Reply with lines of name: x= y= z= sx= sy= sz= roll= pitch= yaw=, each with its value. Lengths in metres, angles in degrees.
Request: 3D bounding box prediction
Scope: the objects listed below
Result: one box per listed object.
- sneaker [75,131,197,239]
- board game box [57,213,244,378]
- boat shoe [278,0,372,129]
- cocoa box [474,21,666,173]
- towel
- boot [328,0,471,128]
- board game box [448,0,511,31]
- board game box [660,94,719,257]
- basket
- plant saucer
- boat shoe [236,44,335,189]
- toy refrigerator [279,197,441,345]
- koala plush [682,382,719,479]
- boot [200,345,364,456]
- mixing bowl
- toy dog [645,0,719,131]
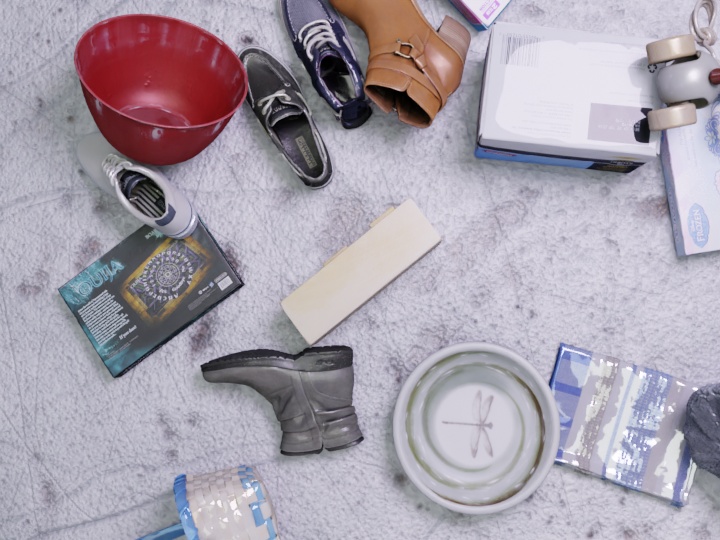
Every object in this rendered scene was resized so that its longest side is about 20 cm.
sneaker: x=-0.280 y=-0.115 z=1.099 sx=0.199 sy=0.071 sz=0.073 roll=34 pitch=85 yaw=20
board game box: x=-0.261 y=0.020 z=1.128 sx=0.199 sy=0.028 sz=0.136 roll=-35 pitch=84 yaw=2
boat shoe: x=-0.044 y=-0.274 z=1.091 sx=0.074 sy=0.093 sz=0.202 roll=-29 pitch=86 yaw=3
cocoa box: x=0.237 y=-0.195 z=1.048 sx=0.197 sy=0.131 sz=0.136 roll=6 pitch=88 yaw=4
towel: x=0.315 y=0.185 z=1.084 sx=0.197 sy=0.024 sz=0.149 roll=18 pitch=89 yaw=5
boot: x=0.027 y=-0.260 z=1.067 sx=0.198 sy=0.077 sz=0.156 roll=30 pitch=57 yaw=-7
board game box: x=0.128 y=-0.414 z=1.080 sx=0.200 sy=0.040 sz=0.153 roll=42 pitch=91 yaw=-14
board game box: x=0.463 y=-0.131 z=1.073 sx=0.196 sy=0.043 sz=0.203 roll=-8 pitch=87 yaw=3
basket: x=-0.193 y=0.310 z=1.042 sx=0.197 sy=0.176 sz=0.141 roll=-15 pitch=91 yaw=-8
plant saucer: x=0.137 y=0.186 z=1.084 sx=0.197 sy=0.050 sz=0.204 roll=0 pitch=88 yaw=4
boat shoe: x=-0.092 y=-0.194 z=1.106 sx=0.070 sy=0.064 sz=0.201 roll=-33 pitch=86 yaw=2
toy refrigerator: x=0.000 y=0.000 z=1.088 sx=0.199 sy=0.076 sz=0.070 roll=-38 pitch=86 yaw=3
koala plush: x=0.486 y=0.157 z=1.015 sx=0.198 sy=0.183 sz=0.179 roll=-25 pitch=91 yaw=-29
boot: x=-0.096 y=0.164 z=1.097 sx=0.197 sy=0.068 sz=0.133 roll=-3 pitch=94 yaw=6
mixing bowl: x=-0.241 y=-0.198 z=1.074 sx=0.197 sy=0.109 sz=0.202 roll=12 pitch=46 yaw=-12
toy dog: x=0.383 y=-0.210 z=0.961 sx=0.199 sy=0.096 sz=0.133 roll=-39 pitch=116 yaw=-33
